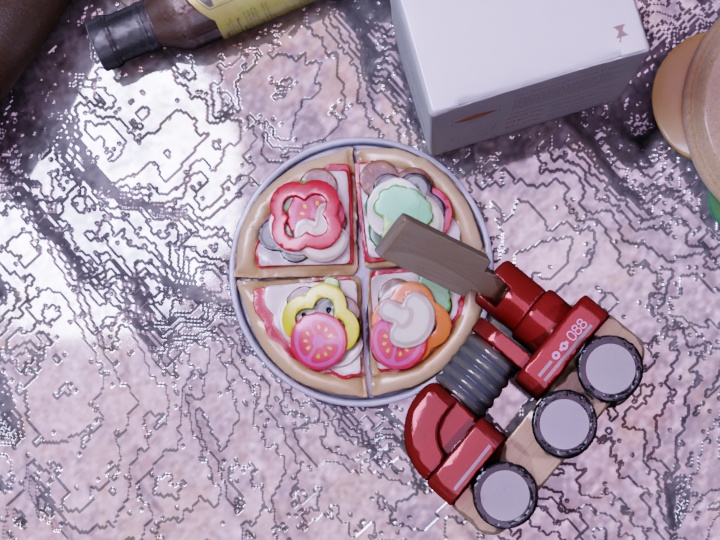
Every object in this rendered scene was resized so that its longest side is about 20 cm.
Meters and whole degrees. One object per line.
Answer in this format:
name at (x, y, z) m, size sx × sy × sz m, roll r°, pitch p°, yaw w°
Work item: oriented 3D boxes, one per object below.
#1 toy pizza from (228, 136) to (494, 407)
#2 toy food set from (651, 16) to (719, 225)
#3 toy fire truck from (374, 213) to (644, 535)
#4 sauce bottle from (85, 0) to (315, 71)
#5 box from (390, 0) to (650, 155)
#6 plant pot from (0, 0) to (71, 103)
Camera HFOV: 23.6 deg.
toy pizza at (0.000, 0.000, 1.276) m, size 0.198 × 0.032 × 0.202 m, roll 0°, pitch 86°, yaw 3°
toy food set at (0.329, -0.113, 1.260) m, size 0.199 × 0.049 × 0.199 m, roll -34°, pitch 85°, yaw 0°
toy fire truck at (0.082, 0.065, 1.225) m, size 0.200 × 0.129 × 0.176 m, roll 40°, pitch 89°, yaw 10°
sauce bottle at (-0.106, -0.203, 1.279) m, size 0.199 × 0.065 × 0.065 m, roll -24°, pitch 85°, yaw 0°
box at (0.105, -0.163, 1.198) m, size 0.151 × 0.200 × 0.107 m, roll -16°, pitch 85°, yaw 1°
plant pot at (-0.295, -0.203, 1.244) m, size 0.200 × 0.187 × 0.187 m, roll -44°, pitch 85°, yaw -14°
